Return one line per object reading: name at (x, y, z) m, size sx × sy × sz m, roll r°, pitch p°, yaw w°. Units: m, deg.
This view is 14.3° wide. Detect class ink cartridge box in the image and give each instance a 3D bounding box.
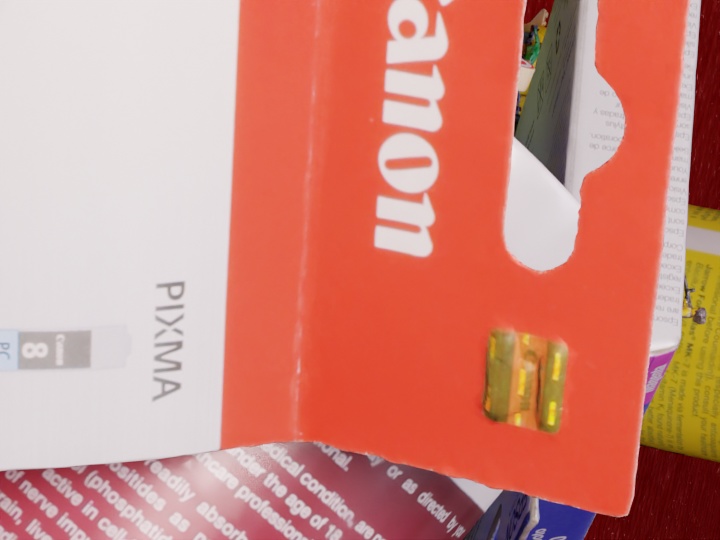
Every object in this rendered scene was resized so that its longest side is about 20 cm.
ink cartridge box at (-0.044, -0.035, 0.524) m, size 0.047 × 0.199 × 0.161 m, roll -48°, pitch 146°, yaw -59°
ink cartridge box at (0.063, 0.020, 0.859) m, size 0.196 × 0.043 × 0.201 m, roll 103°, pitch -6°, yaw -64°

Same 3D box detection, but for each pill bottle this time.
pill bottle at (-0.038, 0.045, 0.631) m, size 0.200 × 0.113 × 0.113 m, roll -49°, pitch 161°, yaw -3°
pill bottle at (0.166, 0.031, 1.309) m, size 0.114 × 0.199 × 0.115 m, roll 12°, pitch 90°, yaw -74°

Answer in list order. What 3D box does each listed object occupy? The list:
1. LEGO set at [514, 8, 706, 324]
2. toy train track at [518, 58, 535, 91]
LEGO set at (0.095, -0.020, 1.175) m, size 0.200 × 0.116 × 0.154 m, roll 54°, pitch 49°, yaw -69°
toy train track at (0.040, -0.092, 0.833) m, size 0.200 × 0.032 × 0.115 m, roll -87°, pitch -160°, yaw -74°
